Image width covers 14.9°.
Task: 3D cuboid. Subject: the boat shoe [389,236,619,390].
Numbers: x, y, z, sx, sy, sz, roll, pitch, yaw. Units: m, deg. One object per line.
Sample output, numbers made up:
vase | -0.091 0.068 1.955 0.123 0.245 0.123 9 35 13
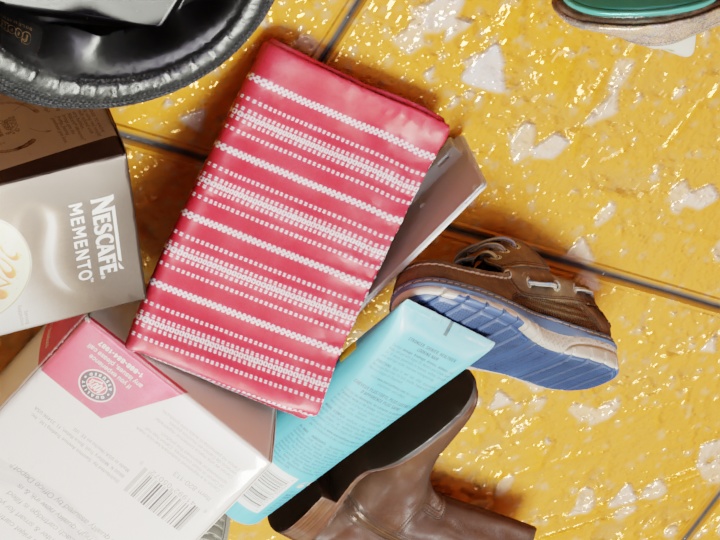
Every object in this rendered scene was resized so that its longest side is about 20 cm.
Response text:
boat shoe | 0.084 0.021 1.719 0.072 0.072 0.200 -23 151 31

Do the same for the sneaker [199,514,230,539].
sneaker | -0.144 0.201 1.791 0.075 0.106 0.200 19 92 -13

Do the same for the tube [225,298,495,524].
tube | -0.013 0.086 1.692 0.077 0.050 0.200 22 131 -42

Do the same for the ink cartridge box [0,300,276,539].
ink cartridge box | -0.169 0.120 1.655 0.146 0.083 0.200 39 109 -15

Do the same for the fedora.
fedora | -0.139 -0.178 1.429 0.200 0.092 0.201 -15 136 -16

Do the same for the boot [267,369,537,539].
boot | 0.066 0.152 1.836 0.186 0.064 0.200 -37 132 28

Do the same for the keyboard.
keyboard | 0.000 0.000 1.676 0.200 0.056 0.011 -45 131 17

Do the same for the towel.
towel | -0.040 -0.022 1.607 0.145 0.022 0.200 24 92 -35

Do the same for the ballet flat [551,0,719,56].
ballet flat | 0.208 -0.163 1.622 0.200 0.068 0.067 -15 141 -9

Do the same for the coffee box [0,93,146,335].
coffee box | -0.229 -0.025 1.533 0.200 0.080 0.114 -15 134 -12
